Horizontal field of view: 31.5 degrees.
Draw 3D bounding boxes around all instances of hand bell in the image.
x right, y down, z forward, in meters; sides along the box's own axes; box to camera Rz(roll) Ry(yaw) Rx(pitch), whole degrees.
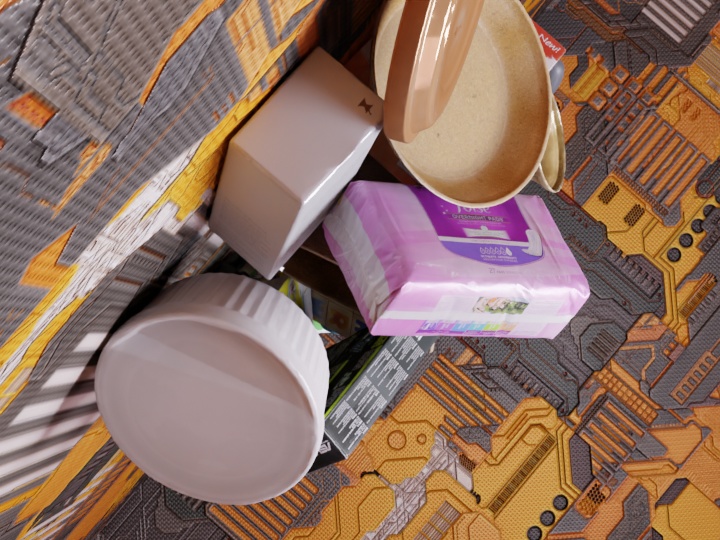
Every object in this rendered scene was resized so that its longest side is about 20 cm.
[{"bbox_3d":[0.092,-0.115,1.258,0.198,0.105,0.104,-7,-161,25],"label":"hand bell"}]

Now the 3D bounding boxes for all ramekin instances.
[{"bbox_3d":[-0.117,0.093,1.089,0.203,0.202,0.094,-50,-171,36],"label":"ramekin"}]

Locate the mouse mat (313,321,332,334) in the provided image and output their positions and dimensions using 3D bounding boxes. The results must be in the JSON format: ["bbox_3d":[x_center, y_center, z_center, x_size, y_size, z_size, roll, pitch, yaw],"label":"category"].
[{"bbox_3d":[0.006,-0.027,1.407,0.008,0.160,0.202,35,-58,58],"label":"mouse mat"}]

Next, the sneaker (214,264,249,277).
[{"bbox_3d":[-0.159,0.044,1.249,0.200,0.075,0.116,43,47,-68],"label":"sneaker"}]

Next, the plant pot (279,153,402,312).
[{"bbox_3d":[0.010,-0.081,1.180,0.201,0.186,0.187,-64,-179,-10],"label":"plant pot"}]

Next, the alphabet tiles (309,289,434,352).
[{"bbox_3d":[0.000,0.000,1.306,0.006,0.199,0.168,-27,135,-48],"label":"alphabet tiles"}]

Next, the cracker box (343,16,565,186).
[{"bbox_3d":[0.074,-0.170,1.120,0.200,0.134,0.058,-49,180,-33],"label":"cracker box"}]

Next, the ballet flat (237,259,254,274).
[{"bbox_3d":[-0.126,0.030,1.423,0.070,0.069,0.200,-50,179,28],"label":"ballet flat"}]

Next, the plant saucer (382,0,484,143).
[{"bbox_3d":[0.062,-0.185,0.890,0.200,0.032,0.202,18,90,-83],"label":"plant saucer"}]

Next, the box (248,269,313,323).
[{"bbox_3d":[-0.091,0.066,1.270,0.200,0.048,0.118,-64,152,-68],"label":"box"}]

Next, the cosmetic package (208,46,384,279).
[{"bbox_3d":[-0.052,-0.074,0.966,0.102,0.071,0.200,-49,179,-19],"label":"cosmetic package"}]

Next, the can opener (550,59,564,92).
[{"bbox_3d":[0.141,-0.166,1.338,0.053,0.067,0.200,-47,178,-39],"label":"can opener"}]

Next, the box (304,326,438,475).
[{"bbox_3d":[-0.031,0.127,1.246,0.193,0.048,0.200,-27,-164,45],"label":"box"}]

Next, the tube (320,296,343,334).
[{"bbox_3d":[-0.017,-0.030,1.341,0.050,0.077,0.201,-25,129,-39],"label":"tube"}]

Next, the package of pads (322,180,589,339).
[{"bbox_3d":[0.077,-0.008,1.041,0.199,0.121,0.076,2,139,-33],"label":"package of pads"}]

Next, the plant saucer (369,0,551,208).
[{"bbox_3d":[0.075,-0.148,1.029,0.035,0.201,0.200,-8,-146,51],"label":"plant saucer"}]
